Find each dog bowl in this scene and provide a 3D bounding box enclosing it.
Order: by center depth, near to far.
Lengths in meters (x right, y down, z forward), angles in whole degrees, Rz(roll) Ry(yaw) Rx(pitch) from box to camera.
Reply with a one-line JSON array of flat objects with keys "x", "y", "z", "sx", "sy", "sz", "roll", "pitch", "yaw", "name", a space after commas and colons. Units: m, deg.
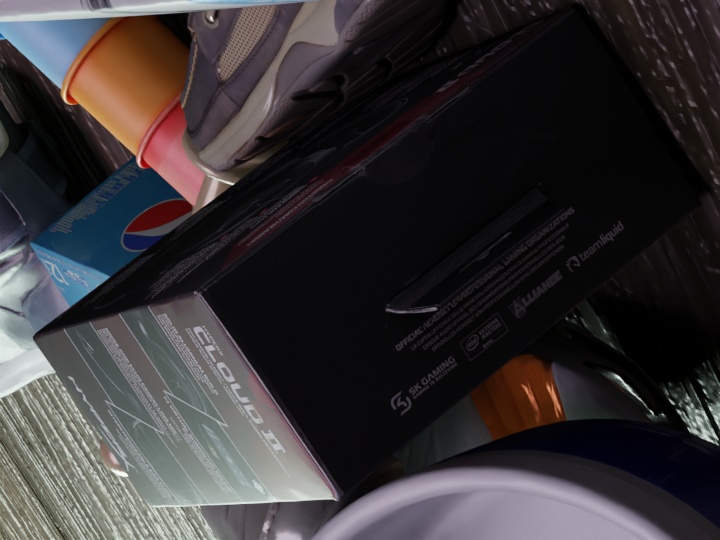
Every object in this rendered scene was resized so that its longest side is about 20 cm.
[{"x": 0.066, "y": 0.148, "z": 0.874, "sx": 0.199, "sy": 0.079, "sz": 0.201, "roll": 7, "pitch": 103, "yaw": 31, "name": "dog bowl"}]

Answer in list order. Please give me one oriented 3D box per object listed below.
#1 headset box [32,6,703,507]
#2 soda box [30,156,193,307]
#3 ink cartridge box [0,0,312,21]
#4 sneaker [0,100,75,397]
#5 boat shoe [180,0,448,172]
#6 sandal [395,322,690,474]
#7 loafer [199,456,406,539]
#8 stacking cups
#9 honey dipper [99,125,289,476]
[{"x": 0.000, "y": 0.000, "z": 0.895, "sx": 0.077, "sy": 0.149, "sz": 0.200, "roll": 55, "pitch": 159, "yaw": -9, "name": "headset box"}, {"x": -0.048, "y": 0.014, "z": 1.149, "sx": 0.200, "sy": 0.064, "sz": 0.068, "roll": 21, "pitch": 146, "yaw": 54, "name": "soda box"}, {"x": -0.039, "y": -0.141, "z": 0.747, "sx": 0.200, "sy": 0.085, "sz": 0.147, "roll": 4, "pitch": 102, "yaw": 62, "name": "ink cartridge box"}, {"x": -0.181, "y": -0.015, "z": 1.342, "sx": 0.146, "sy": 0.077, "sz": 0.202, "roll": 44, "pitch": 153, "yaw": -18, "name": "sneaker"}, {"x": -0.015, "y": -0.094, "z": 0.897, "sx": 0.074, "sy": 0.074, "sz": 0.200, "roll": 58, "pitch": 152, "yaw": 6, "name": "boat shoe"}, {"x": 0.066, "y": 0.052, "z": 0.984, "sx": 0.206, "sy": 0.059, "sz": 0.080, "roll": 14, "pitch": 120, "yaw": 62, "name": "sandal"}, {"x": -0.025, "y": 0.086, "z": 1.003, "sx": 0.070, "sy": 0.070, "sz": 0.200, "roll": 29, "pitch": 169, "yaw": 4, "name": "loafer"}, {"x": -0.106, "y": -0.099, "z": 1.101, "sx": 0.200, "sy": 0.061, "sz": 0.061, "roll": 41, "pitch": 159, "yaw": 10, "name": "stacking cups"}, {"x": -0.064, "y": 0.000, "z": 1.062, "sx": 0.038, "sy": 0.038, "sz": 0.201, "roll": 41, "pitch": 128, "yaw": 24, "name": "honey dipper"}]
